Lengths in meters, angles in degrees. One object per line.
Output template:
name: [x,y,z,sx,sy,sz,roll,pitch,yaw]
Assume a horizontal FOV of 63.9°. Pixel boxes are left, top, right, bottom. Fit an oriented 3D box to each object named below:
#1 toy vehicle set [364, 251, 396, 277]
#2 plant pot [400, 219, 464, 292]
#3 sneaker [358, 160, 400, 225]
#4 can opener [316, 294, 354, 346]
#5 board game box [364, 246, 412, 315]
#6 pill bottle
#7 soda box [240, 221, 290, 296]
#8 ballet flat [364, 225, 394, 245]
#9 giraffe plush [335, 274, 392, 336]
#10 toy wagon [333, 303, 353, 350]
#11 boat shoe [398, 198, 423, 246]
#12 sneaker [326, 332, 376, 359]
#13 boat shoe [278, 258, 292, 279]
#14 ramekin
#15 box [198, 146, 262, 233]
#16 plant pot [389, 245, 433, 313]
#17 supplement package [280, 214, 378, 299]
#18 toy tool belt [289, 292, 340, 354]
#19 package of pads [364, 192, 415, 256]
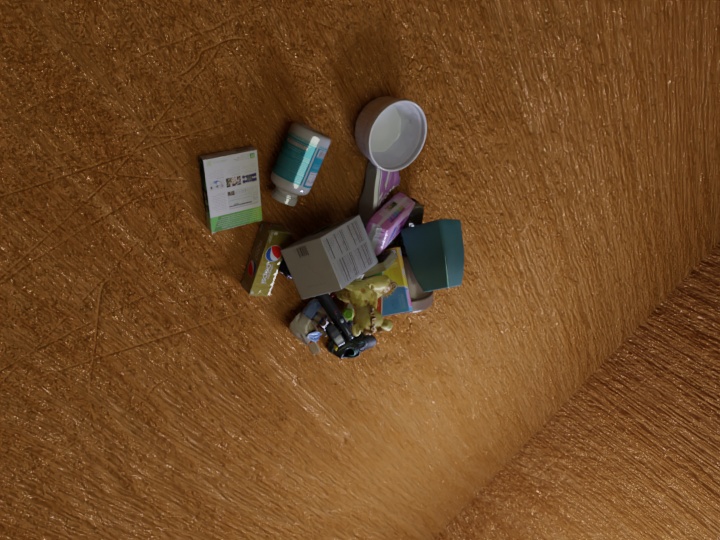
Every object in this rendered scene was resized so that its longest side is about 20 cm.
toy vehicle set: [0.000,0.000,1.728,0.199,0.124,0.027,-19,100,20]
plant pot: [0.231,-0.042,1.753,0.141,0.141,0.201,-5,84,-53]
sneaker: [0.065,-0.229,1.734,0.114,0.073,0.201,-6,121,-39]
can opener: [-0.082,0.126,1.705,0.078,0.063,0.201,-33,101,-31]
board game box: [0.068,0.039,1.796,0.040,0.152,0.201,-10,88,-70]
pill bottle: [-0.163,-0.272,1.498,0.110,0.111,0.201,13,109,-42]
soda box: [-0.265,-0.030,1.608,0.067,0.064,0.201,7,113,-40]
ballet flat: [0.019,-0.101,1.786,0.199,0.076,0.064,11,144,-36]
giraffe plush: [0.018,0.108,1.675,0.172,0.163,0.200,-15,169,4]
toy wagon: [-0.052,0.164,1.857,0.201,0.039,0.155,-64,177,16]
boat shoe: [0.159,-0.149,1.864,0.074,0.062,0.201,-11,139,-17]
sneaker: [-0.018,0.267,1.982,0.199,0.079,0.076,-6,121,-37]
boat shoe: [-0.159,-0.002,1.688,0.199,0.093,0.075,5,114,-40]
ramekin: [0.077,-0.389,1.614,0.199,0.105,0.201,-20,128,-28]
box: [-0.327,-0.205,1.469,0.144,0.036,0.201,-18,125,-29]
plant pot: [0.140,0.018,1.875,0.199,0.200,0.176,-14,115,-31]
supplement package: [-0.082,-0.039,1.601,0.200,0.151,0.151,-36,107,-51]
toy tool belt: [-0.118,0.152,1.789,0.200,0.123,0.125,-49,170,0]
package of pads: [0.078,-0.137,1.723,0.200,0.075,0.121,-47,168,-46]
